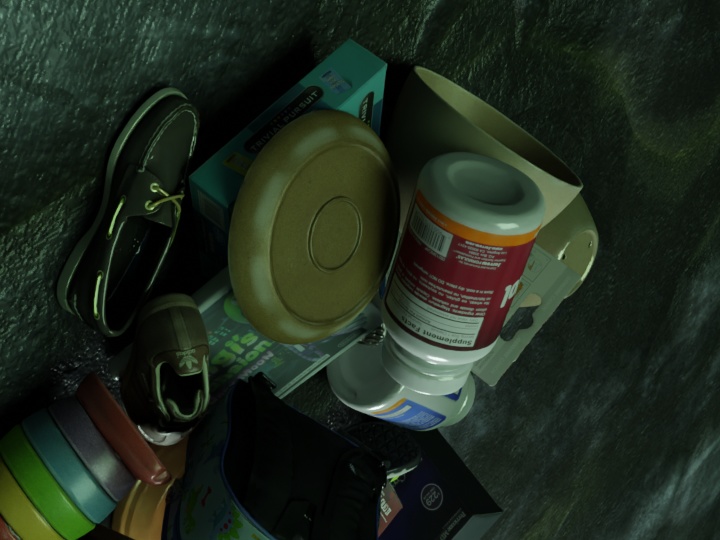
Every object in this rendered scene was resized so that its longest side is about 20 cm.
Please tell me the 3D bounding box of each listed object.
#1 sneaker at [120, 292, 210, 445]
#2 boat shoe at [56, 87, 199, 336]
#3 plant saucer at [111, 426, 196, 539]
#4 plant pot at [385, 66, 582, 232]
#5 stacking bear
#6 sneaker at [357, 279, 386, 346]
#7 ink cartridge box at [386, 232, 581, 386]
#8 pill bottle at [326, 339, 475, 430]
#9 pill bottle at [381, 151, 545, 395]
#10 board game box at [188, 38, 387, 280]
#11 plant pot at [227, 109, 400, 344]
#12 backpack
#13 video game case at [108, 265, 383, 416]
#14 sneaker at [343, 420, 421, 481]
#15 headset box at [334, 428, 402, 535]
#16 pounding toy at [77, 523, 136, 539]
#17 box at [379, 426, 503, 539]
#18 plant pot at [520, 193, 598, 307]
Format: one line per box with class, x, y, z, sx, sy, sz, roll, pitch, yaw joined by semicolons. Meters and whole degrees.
sneaker;-0.163;0.107;0.952;0.070;0.076;0.201;-11;143;-17
boat shoe;-0.173;-0.045;0.903;0.071;0.060;0.203;15;102;-55
plant saucer;-0.162;0.228;1.144;0.199;0.037;0.202;-33;138;-35
plant pot;0.098;-0.088;1.111;0.200;0.200;0.135;11;119;-55
stacking bear;-0.266;0.187;0.915;0.199;0.114;0.121;-38;177;-14
sneaker;0.000;0.000;1.110;0.201;0.078;0.090;96;11;-52
ink cartridge box;0.105;0.011;1.185;0.161;0.199;0.050;-48;165;-17
pill bottle;0.055;0.120;1.280;0.113;0.112;0.200;-60;147;0
pill bottle;0.082;0.007;0.995;0.112;0.113;0.201;-22;139;-43
board game box;-0.061;-0.087;0.991;0.200;0.047;0.151;-45;161;-25
plant pot;-0.028;-0.032;0.942;0.199;0.027;0.202;-21;119;-43
backpack;-0.075;0.215;0.947;0.182;0.200;0.147;35;107;-13
video game case;-0.096;0.063;1.022;0.199;0.023;0.181;-37;142;17
sneaker;-0.028;0.233;1.280;0.198;0.072;0.083;-13;144;-19
headset box;-0.068;0.241;1.111;0.200;0.148;0.077;-49;146;-18
pounding toy;-0.243;0.322;0.992;0.184;0.199;0.143;-35;111;-32
box;0.051;0.305;1.343;0.201;0.141;0.079;-53;150;19
plant pot;0.202;-0.037;1.335;0.200;0.134;0.202;-31;136;-36
